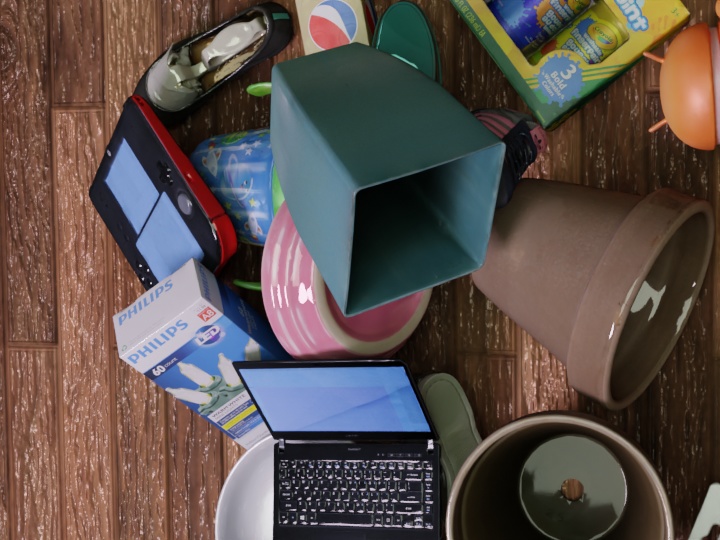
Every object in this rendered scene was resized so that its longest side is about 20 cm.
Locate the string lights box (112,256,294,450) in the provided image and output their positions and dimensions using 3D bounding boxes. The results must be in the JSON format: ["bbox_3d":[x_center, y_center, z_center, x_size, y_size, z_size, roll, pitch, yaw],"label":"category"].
[{"bbox_3d":[-0.134,0.084,1.267,0.102,0.200,0.059,-35,43,13],"label":"string lights box"}]

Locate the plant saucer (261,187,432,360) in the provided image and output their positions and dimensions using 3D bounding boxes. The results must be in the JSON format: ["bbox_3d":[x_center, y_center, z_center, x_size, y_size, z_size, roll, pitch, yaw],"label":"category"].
[{"bbox_3d":[0.000,0.000,1.227,0.050,0.199,0.204,8,97,49],"label":"plant saucer"}]

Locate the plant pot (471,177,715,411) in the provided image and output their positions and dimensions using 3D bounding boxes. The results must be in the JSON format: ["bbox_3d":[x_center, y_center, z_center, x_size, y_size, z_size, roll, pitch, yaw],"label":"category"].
[{"bbox_3d":[0.199,-0.002,1.191,0.173,0.199,0.203,28,100,27],"label":"plant pot"}]

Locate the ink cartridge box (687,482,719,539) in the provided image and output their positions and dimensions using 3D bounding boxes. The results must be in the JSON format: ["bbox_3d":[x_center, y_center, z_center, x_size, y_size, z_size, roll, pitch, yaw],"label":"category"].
[{"bbox_3d":[0.396,0.276,1.210,0.198,0.068,0.117,23,99,11],"label":"ink cartridge box"}]

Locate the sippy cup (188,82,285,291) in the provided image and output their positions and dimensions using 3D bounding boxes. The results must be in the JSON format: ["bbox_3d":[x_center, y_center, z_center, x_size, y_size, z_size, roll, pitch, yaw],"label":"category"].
[{"bbox_3d":[-0.095,-0.081,1.281,0.129,0.140,0.179,3,52,23],"label":"sippy cup"}]

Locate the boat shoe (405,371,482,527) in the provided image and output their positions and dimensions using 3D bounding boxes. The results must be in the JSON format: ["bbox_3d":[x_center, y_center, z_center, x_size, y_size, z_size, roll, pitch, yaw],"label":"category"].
[{"bbox_3d":[0.089,0.193,1.285,0.060,0.071,0.204,-2,110,57],"label":"boat shoe"}]

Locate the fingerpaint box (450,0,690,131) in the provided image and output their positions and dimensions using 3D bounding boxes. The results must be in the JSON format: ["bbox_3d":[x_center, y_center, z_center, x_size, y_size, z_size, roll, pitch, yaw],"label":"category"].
[{"bbox_3d":[0.181,-0.261,1.222,0.166,0.073,0.201,-37,85,13],"label":"fingerpaint box"}]

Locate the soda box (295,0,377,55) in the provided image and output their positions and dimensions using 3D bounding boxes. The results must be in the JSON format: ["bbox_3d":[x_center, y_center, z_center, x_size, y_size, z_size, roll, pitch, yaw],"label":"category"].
[{"bbox_3d":[-0.026,-0.269,1.278,0.067,0.064,0.203,-10,92,14],"label":"soda box"}]

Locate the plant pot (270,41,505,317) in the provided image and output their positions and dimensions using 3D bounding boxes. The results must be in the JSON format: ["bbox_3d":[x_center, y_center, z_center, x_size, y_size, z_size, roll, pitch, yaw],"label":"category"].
[{"bbox_3d":[0.005,-0.095,1.125,0.140,0.143,0.201,-18,49,-22],"label":"plant pot"}]

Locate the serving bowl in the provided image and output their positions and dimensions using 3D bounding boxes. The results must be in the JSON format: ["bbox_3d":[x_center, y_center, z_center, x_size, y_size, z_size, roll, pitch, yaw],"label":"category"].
[{"bbox_3d":[-0.044,0.258,1.308,0.197,0.066,0.203,-3,82,22],"label":"serving bowl"}]

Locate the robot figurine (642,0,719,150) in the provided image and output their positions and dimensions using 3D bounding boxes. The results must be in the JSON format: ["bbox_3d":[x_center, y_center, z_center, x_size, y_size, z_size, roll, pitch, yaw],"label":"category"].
[{"bbox_3d":[0.353,-0.169,1.165,0.197,0.144,0.118,-4,76,14],"label":"robot figurine"}]

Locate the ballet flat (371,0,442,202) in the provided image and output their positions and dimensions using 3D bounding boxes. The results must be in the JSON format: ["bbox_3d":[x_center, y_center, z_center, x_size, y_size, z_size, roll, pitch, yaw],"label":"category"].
[{"bbox_3d":[0.052,-0.150,1.243,0.066,0.070,0.203,-11,81,8],"label":"ballet flat"}]

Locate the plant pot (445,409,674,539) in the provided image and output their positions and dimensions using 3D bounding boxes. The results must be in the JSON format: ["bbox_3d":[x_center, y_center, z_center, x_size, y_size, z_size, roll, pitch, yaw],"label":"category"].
[{"bbox_3d":[0.187,0.217,1.202,0.197,0.173,0.203,1,95,13],"label":"plant pot"}]

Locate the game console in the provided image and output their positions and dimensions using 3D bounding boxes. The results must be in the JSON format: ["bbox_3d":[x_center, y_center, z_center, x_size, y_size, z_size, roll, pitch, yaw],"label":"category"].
[{"bbox_3d":[-0.199,-0.053,1.288,0.178,0.031,0.200,53,146,7],"label":"game console"}]

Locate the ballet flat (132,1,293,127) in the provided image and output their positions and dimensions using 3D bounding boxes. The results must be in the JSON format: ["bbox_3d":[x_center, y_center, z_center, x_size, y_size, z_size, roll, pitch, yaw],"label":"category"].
[{"bbox_3d":[-0.159,-0.209,1.312,0.199,0.068,0.069,-32,86,14],"label":"ballet flat"}]

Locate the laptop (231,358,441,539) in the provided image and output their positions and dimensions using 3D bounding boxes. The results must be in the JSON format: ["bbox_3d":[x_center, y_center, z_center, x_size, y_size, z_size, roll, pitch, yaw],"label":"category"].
[{"bbox_3d":[-0.022,0.187,1.216,0.175,0.103,0.203,-2,82,23],"label":"laptop"}]

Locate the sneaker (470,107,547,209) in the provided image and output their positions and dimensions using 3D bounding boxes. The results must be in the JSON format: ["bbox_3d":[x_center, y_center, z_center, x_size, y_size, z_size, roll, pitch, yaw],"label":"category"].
[{"bbox_3d":[0.131,-0.110,1.185,0.081,0.200,0.071,-12,111,3],"label":"sneaker"}]
